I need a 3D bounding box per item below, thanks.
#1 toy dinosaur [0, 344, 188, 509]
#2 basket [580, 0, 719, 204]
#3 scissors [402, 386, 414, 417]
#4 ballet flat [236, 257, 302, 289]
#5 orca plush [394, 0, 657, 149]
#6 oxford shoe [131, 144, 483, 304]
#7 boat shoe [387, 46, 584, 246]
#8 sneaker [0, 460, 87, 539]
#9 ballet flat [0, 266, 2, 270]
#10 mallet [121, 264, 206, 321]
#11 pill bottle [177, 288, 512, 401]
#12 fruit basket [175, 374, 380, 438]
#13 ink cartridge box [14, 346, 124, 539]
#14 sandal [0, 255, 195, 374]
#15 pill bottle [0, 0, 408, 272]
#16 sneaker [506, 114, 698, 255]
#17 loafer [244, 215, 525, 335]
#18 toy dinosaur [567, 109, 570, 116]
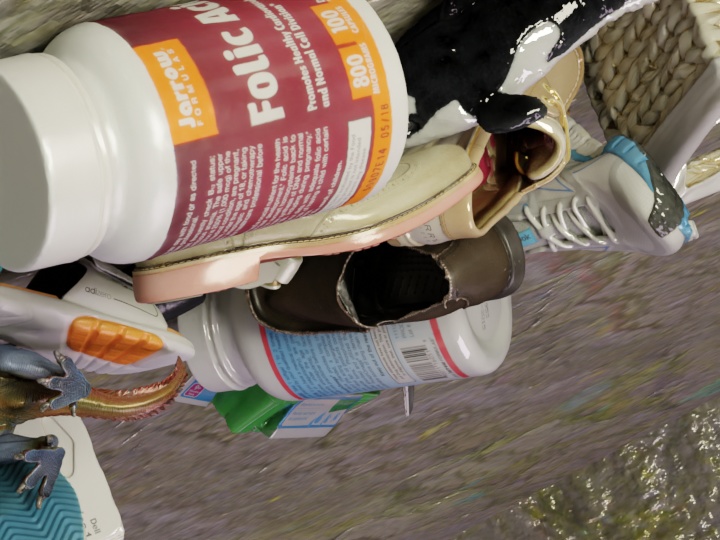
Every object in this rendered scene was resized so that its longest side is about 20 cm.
[{"bbox_3d":[-0.235,0.084,1.422,0.181,0.106,0.199,10,-177,43],"label":"toy dinosaur"},{"bbox_3d":[0.215,-0.135,1.439,0.135,0.124,0.200,-21,165,-17],"label":"basket"},{"bbox_3d":[0.028,0.022,1.687,0.073,0.014,0.201,-25,133,-50],"label":"scissors"},{"bbox_3d":[-0.069,-0.016,1.415,0.067,0.067,0.200,-59,167,10],"label":"ballet flat"},{"bbox_3d":[0.081,-0.135,1.311,0.199,0.106,0.071,-18,134,17],"label":"orca plush"},{"bbox_3d":[-0.030,-0.042,1.280,0.199,0.074,0.071,-17,-174,-22],"label":"oxford shoe"},{"bbox_3d":[0.086,-0.073,1.409,0.069,0.074,0.200,8,-141,33],"label":"boat shoe"},{"bbox_3d":[-0.206,0.150,1.423,0.076,0.200,0.081,-22,125,-18],"label":"sneaker"},{"bbox_3d":[-0.234,-0.029,1.142,0.073,0.073,0.200,-31,166,22],"label":"ballet flat"},{"bbox_3d":[-0.128,-0.014,1.466,0.066,0.041,0.200,-26,163,-12],"label":"mallet"},{"bbox_3d":[-0.011,0.024,1.575,0.199,0.110,0.109,-9,173,23],"label":"pill bottle"},{"bbox_3d":[-0.013,0.036,1.727,0.200,0.094,0.185,-39,159,24],"label":"fruit basket"},{"bbox_3d":[-0.225,0.149,1.652,0.084,0.147,0.200,-20,165,-15],"label":"ink cartridge box"},{"bbox_3d":[-0.177,0.013,1.425,0.079,0.060,0.206,-16,155,42],"label":"sandal"},{"bbox_3d":[-0.086,-0.068,1.166,0.199,0.115,0.114,-16,164,-35],"label":"pill bottle"},{"bbox_3d":[0.126,-0.033,1.441,0.086,0.075,0.200,-36,-162,-9],"label":"sneaker"},{"bbox_3d":[0.000,0.000,1.452,0.199,0.073,0.071,-12,-174,40],"label":"loafer"},{"bbox_3d":[0.048,-0.089,1.496,0.101,0.058,0.200,-51,158,26],"label":"toy dinosaur"}]
